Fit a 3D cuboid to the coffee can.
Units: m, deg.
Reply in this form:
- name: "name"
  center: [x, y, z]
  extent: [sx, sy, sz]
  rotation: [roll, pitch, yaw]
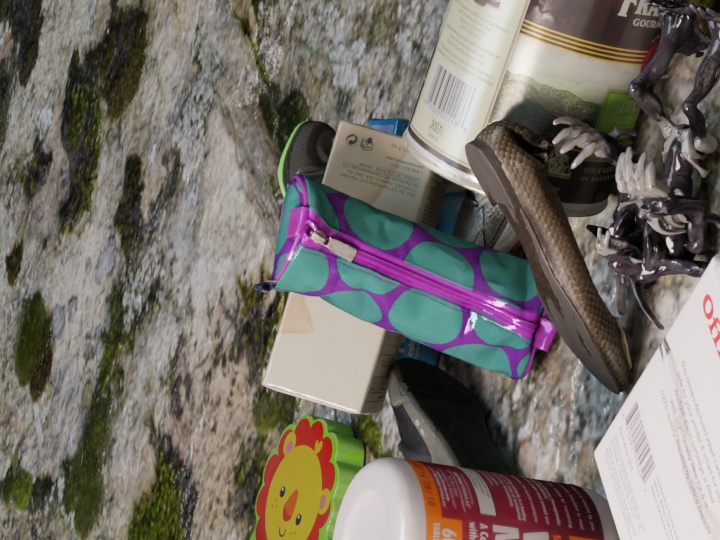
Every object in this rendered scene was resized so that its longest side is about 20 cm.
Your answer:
- name: "coffee can"
  center: [0.126, -0.156, 1.539]
  extent: [0.146, 0.146, 0.200]
  rotation: [-125, 49, -59]

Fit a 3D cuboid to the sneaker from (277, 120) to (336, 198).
- name: "sneaker"
  center: [-0.013, -0.047, 1.930]
  extent: [0.084, 0.077, 0.200]
  rotation: [-40, 46, 31]

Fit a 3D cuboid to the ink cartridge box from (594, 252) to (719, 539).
- name: "ink cartridge box"
  center: [0.210, 0.103, 1.261]
  extent: [0.200, 0.084, 0.145]
  rotation: [112, 149, -51]

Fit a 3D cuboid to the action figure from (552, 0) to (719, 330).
- name: "action figure"
  center: [0.175, -0.068, 1.450]
  extent: [0.119, 0.102, 0.200]
  rotation: [24, 101, 55]

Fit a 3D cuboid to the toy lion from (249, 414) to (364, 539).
- name: "toy lion"
  center: [-0.046, 0.223, 1.901]
  extent: [0.192, 0.069, 0.200]
  rotation: [-61, 29, 22]

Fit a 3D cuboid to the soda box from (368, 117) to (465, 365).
- name: "soda box"
  center: [0.031, -0.013, 1.796]
  extent: [0.064, 0.068, 0.200]
  rotation: [-171, 91, -69]

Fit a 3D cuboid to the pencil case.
- name: "pencil case"
  center: [0.034, 0.006, 1.615]
  extent: [0.092, 0.200, 0.085]
  rotation: [-166, 96, -81]

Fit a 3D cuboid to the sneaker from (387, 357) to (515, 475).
- name: "sneaker"
  center: [0.050, 0.151, 1.677]
  extent: [0.114, 0.076, 0.200]
  rotation: [-60, 35, 26]

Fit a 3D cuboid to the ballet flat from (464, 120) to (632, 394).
- name: "ballet flat"
  center: [0.129, -0.010, 1.491]
  extent: [0.200, 0.046, 0.067]
  rotation: [60, 166, -18]

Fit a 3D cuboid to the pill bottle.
- name: "pill bottle"
  center: [0.091, 0.178, 1.413]
  extent: [0.110, 0.200, 0.110]
  rotation: [-170, 90, -67]

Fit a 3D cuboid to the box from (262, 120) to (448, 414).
- name: "box"
  center: [0.000, 0.000, 1.710]
  extent: [0.095, 0.078, 0.200]
  rotation: [24, -97, -80]

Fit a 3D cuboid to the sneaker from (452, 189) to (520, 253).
- name: "sneaker"
  center: [0.090, -0.097, 1.678]
  extent: [0.078, 0.082, 0.200]
  rotation: [-149, 70, -64]
